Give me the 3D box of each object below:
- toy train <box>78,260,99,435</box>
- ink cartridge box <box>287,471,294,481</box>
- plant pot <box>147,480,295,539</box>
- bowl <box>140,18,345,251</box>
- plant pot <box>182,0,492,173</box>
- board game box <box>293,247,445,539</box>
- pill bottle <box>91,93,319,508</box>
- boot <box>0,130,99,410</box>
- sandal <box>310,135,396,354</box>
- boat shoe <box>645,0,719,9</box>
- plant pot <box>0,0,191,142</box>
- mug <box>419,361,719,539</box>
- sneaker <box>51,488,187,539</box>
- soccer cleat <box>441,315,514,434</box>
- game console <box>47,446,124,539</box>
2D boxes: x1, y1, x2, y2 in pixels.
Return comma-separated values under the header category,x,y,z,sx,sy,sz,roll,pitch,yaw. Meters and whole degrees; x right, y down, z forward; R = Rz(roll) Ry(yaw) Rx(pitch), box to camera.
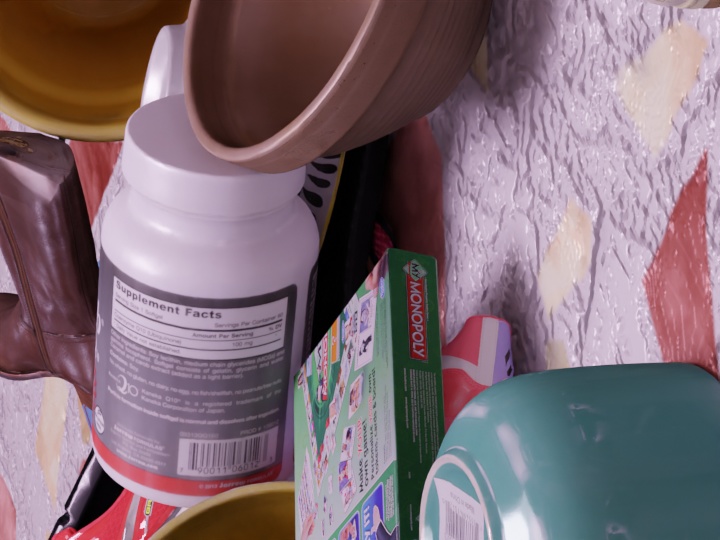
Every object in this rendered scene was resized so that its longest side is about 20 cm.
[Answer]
category,x,y,z,sx,sy,sz,roll,pitch,yaw
toy train,-0.129,0.041,1.918,0.114,0.087,0.200,68,150,23
ink cartridge box,-0.052,0.131,1.738,0.200,0.068,0.115,116,145,-53
plant pot,-0.033,0.227,1.571,0.142,0.200,0.200,71,-173,-70
bowl,-0.072,-0.088,1.660,0.201,0.094,0.201,-171,90,-77
plant pot,0.002,-0.136,1.473,0.201,0.093,0.201,-37,43,45
board game box,0.003,0.108,1.448,0.135,0.029,0.200,126,149,-52
pill bottle,-0.081,0.015,1.561,0.116,0.116,0.200,-124,34,-54
boot,-0.213,-0.017,1.832,0.186,0.064,0.200,20,141,42
sandal,0.000,0.000,1.629,0.075,0.045,0.200,2,80,64
boat shoe,0.097,-0.172,1.290,0.200,0.065,0.072,-122,35,-52
plant pot,-0.164,-0.195,1.837,0.189,0.201,0.201,-112,23,-75
mug,0.089,0.127,1.290,0.185,0.114,0.152,114,146,-51
sneaker,-0.151,0.189,1.700,0.085,0.077,0.200,36,93,22
soccer cleat,0.033,0.078,1.527,0.200,0.067,0.077,144,142,-68
game console,-0.110,0.186,1.819,0.176,0.116,0.200,-64,-15,11
